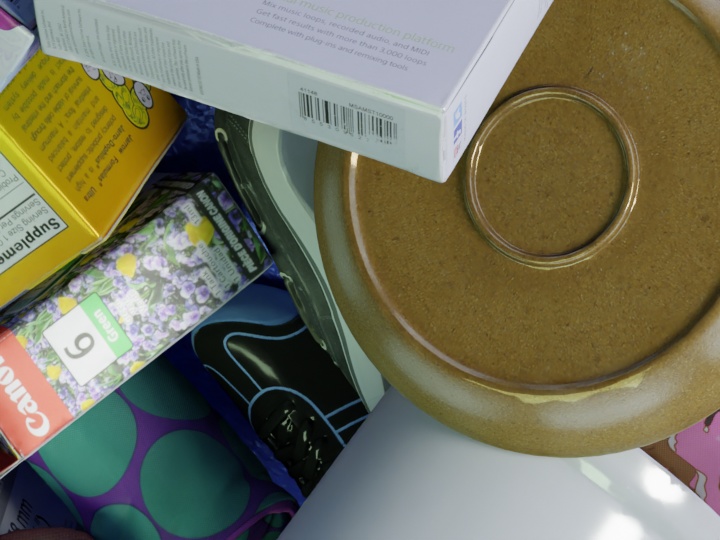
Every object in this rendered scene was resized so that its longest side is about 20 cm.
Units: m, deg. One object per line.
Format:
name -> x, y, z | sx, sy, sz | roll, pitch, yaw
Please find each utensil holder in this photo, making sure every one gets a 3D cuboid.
utensil holder -> 0.035, 0.152, 0.969 | 0.170, 0.200, 0.170 | 36, 172, 6

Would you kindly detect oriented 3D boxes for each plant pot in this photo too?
plant pot -> 0.071, -0.033, 0.891 | 0.199, 0.027, 0.201 | -2, 84, 20

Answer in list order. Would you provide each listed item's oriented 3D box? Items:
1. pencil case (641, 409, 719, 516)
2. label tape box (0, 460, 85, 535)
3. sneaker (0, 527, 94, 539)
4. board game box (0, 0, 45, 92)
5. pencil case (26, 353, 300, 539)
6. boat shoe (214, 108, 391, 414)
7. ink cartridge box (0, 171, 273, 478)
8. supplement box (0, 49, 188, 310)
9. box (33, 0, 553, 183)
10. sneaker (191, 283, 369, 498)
pencil case -> 0.102, 0.027, 0.985 | 0.200, 0.083, 0.087 | 39, 174, -5
label tape box -> -0.193, 0.109, 1.190 | 0.063, 0.144, 0.200 | -37, 107, 12
sneaker -> -0.115, 0.183, 1.086 | 0.200, 0.076, 0.116 | 33, 129, -13
board game box -> -0.151, -0.184, 0.860 | 0.200, 0.200, 0.041 | 39, 136, -4
pencil case -> -0.122, 0.073, 1.126 | 0.200, 0.085, 0.092 | 44, 101, 18
boat shoe -> 0.000, 0.000, 1.043 | 0.057, 0.069, 0.200 | 12, 135, 49
ink cartridge box -> -0.140, 0.035, 1.033 | 0.050, 0.200, 0.109 | 56, 164, -14
supplement box -> -0.185, -0.086, 0.993 | 0.109, 0.110, 0.200 | -31, 107, 32
box -> 0.002, -0.125, 0.817 | 0.144, 0.200, 0.036 | 18, 140, 16
sneaker -> 0.001, 0.086, 1.102 | 0.200, 0.078, 0.070 | 34, 138, 0
